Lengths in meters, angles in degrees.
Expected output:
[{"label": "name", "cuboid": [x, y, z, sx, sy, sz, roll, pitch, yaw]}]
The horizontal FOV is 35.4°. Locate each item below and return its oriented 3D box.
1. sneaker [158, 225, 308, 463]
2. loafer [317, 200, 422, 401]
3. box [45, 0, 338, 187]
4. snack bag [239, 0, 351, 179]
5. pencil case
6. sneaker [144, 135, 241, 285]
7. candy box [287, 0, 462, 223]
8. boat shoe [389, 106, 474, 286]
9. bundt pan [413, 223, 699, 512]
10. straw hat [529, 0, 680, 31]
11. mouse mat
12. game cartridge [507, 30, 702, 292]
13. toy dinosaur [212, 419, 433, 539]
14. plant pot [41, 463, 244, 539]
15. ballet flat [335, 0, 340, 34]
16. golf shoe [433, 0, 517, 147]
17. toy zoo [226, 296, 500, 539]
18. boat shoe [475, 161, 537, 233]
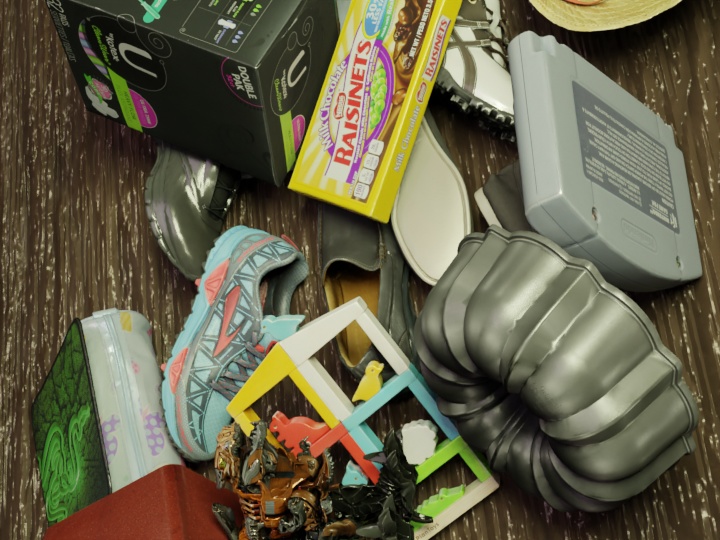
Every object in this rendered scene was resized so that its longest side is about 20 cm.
[{"label": "sneaker", "cuboid": [-0.099, 0.062, 0.930, 0.094, 0.079, 0.203, 9, 79, 30]}, {"label": "loafer", "cuboid": [0.000, 0.000, 0.894, 0.072, 0.072, 0.203, -27, 61, 20]}, {"label": "box", "cuboid": [-0.129, -0.187, 0.917, 0.197, 0.149, 0.125, 22, 62, 16]}, {"label": "snack bag", "cuboid": [-0.080, -0.174, 1.031, 0.197, 0.021, 0.192, -7, 71, 28]}, {"label": "pencil case", "cuboid": [-0.197, 0.133, 0.954, 0.082, 0.091, 0.202, -19, 60, -4]}, {"label": "sneaker", "cuboid": [-0.137, -0.088, 0.986, 0.089, 0.076, 0.204, -12, 73, 16]}, {"label": "candy box", "cuboid": [0.013, -0.146, 0.886, 0.101, 0.026, 0.203, 20, 92, 45]}, {"label": "boat shoe", "cuboid": [0.048, -0.075, 0.909, 0.066, 0.057, 0.203, -22, 68, 9]}, {"label": "bundt pan", "cuboid": [0.110, 0.075, 0.721, 0.076, 0.204, 0.201, -41, 52, -22]}, {"label": "straw hat", "cuboid": [0.217, -0.256, 0.842, 0.198, 0.085, 0.205, -12, 69, 33]}, {"label": "mouse mat", "cuboid": [-0.251, 0.154, 0.965, 0.200, 0.007, 0.163, -52, 49, 50]}, {"label": "game cartridge", "cuboid": [0.163, -0.059, 0.740, 0.040, 0.199, 0.135, -23, 62, 34]}, {"label": "toy dinosaur", "cuboid": [-0.025, 0.177, 0.789, 0.134, 0.201, 0.103, -21, 49, 14]}, {"label": "plant pot", "cuboid": [-0.140, 0.264, 0.827, 0.198, 0.200, 0.178, -29, 50, 19]}, {"label": "ballet flat", "cuboid": [-0.099, -0.251, 1.007, 0.198, 0.067, 0.074, 20, 110, 32]}, {"label": "golf shoe", "cuboid": [0.089, -0.179, 0.898, 0.095, 0.078, 0.200, -49, 58, 7]}, {"label": "toy zoo", "cuboid": [-0.008, 0.114, 0.826, 0.131, 0.020, 0.201, -39, 93, 14]}, {"label": "boat shoe", "cuboid": [0.148, -0.004, 0.801, 0.057, 0.066, 0.201, -42, 54, 19]}]
